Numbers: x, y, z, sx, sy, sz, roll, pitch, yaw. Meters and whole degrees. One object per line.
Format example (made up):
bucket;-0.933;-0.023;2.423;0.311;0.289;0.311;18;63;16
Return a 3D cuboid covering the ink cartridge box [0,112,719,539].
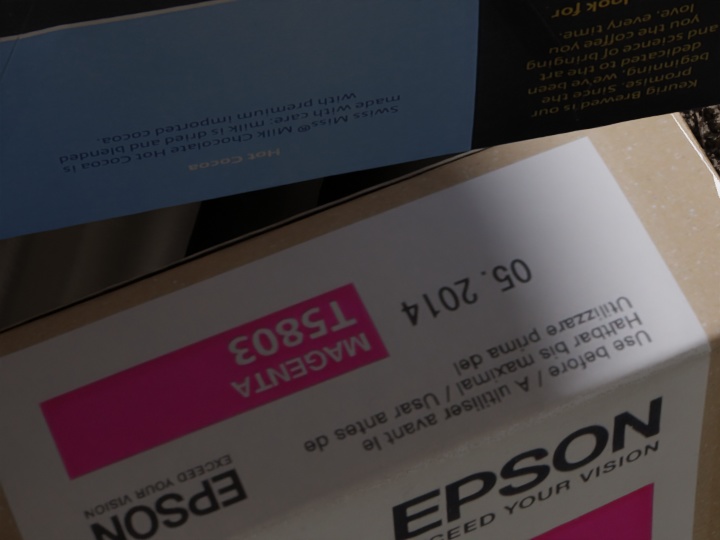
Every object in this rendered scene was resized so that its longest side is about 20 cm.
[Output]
ink cartridge box;-0.005;0.064;0.587;0.165;0.199;0.075;84;-18;-54

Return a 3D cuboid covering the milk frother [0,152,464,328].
milk frother;-0.077;-0.048;0.656;0.181;0.199;0.189;-113;-142;-56

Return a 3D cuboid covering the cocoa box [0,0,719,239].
cocoa box;-0.031;-0.100;0.471;0.131;0.199;0.134;87;-9;-61
